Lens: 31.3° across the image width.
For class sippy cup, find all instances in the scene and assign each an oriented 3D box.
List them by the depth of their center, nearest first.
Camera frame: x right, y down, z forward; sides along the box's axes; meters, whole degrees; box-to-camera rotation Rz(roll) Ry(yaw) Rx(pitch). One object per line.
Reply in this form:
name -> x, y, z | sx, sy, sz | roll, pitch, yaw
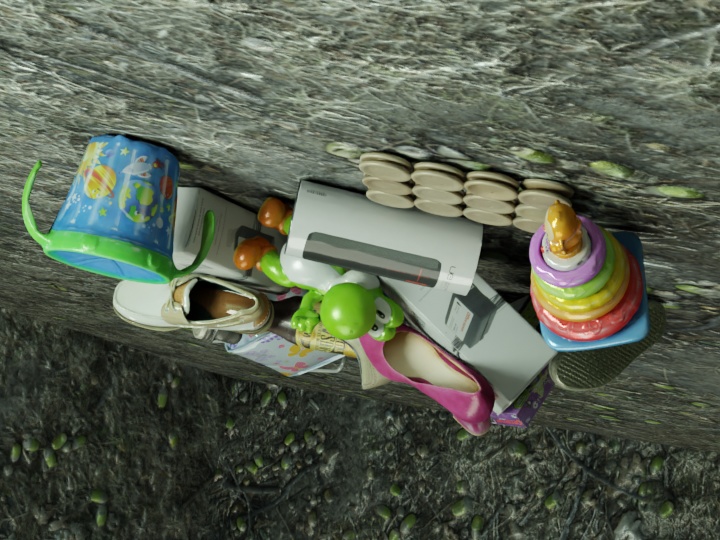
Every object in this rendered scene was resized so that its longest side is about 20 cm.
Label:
sippy cup -> -0.246, -0.065, 1.325 | 0.139, 0.132, 0.177 | 5, 168, 32

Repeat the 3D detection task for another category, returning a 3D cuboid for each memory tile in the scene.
memory tile -> 0.098, -0.072, 1.209 | 0.198, 0.017, 0.153 | 11, 170, 8

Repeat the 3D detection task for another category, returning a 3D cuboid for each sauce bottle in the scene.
sauce bottle -> -0.055, 0.067, 1.586 | 0.198, 0.067, 0.066 | 8, 170, 1

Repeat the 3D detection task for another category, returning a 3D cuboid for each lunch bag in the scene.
lunch bag -> -0.070, 0.051, 1.779 | 0.199, 0.128, 0.169 | -22, 154, 24

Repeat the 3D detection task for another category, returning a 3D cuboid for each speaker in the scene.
speaker -> 0.025, -0.034, 1.330 | 0.198, 0.082, 0.081 | 13, 170, -4

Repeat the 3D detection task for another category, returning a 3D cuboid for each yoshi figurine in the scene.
yoshi figurine -> -0.045, 0.009, 1.398 | 0.199, 0.112, 0.113 | 35, 148, 16

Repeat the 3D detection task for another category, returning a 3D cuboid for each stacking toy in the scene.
stacking toy -> 0.195, -0.009, 1.170 | 0.109, 0.117, 0.200 | -8, 157, 17

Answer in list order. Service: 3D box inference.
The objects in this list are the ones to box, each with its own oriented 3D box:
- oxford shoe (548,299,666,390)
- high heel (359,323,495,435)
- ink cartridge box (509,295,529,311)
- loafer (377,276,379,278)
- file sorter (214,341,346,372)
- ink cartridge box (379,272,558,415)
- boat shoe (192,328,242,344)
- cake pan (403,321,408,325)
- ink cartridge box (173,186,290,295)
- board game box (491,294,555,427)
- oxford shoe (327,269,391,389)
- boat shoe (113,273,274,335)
oxford shoe -> 0.284, 0.086, 1.515 | 0.199, 0.076, 0.057 | -26, -157, -37
high heel -> 0.065, 0.096, 1.387 | 0.200, 0.067, 0.096 | 45, 164, 28
ink cartridge box -> 0.202, 0.109, 1.785 | 0.161, 0.051, 0.200 | -26, 153, 18
loafer -> 0.000, 0.000, 1.568 | 0.199, 0.071, 0.068 | 16, 166, -6
file sorter -> -0.125, 0.073, 1.975 | 0.199, 0.126, 0.138 | 18, 168, -30
ink cartridge box -> 0.118, 0.059, 1.454 | 0.200, 0.084, 0.145 | 45, 173, 8
boat shoe -> -0.194, 0.043, 1.708 | 0.057, 0.067, 0.200 | 21, -161, -19
cake pan -> 0.055, 0.060, 1.687 | 0.198, 0.037, 0.201 | -13, 158, -5
ink cartridge box -> -0.190, -0.036, 1.560 | 0.145, 0.086, 0.200 | 5, 167, 36
board game box -> 0.207, 0.105, 1.575 | 0.032, 0.200, 0.120 | 49, 153, -20
oxford shoe -> -0.011, 0.042, 1.492 | 0.074, 0.201, 0.070 | -27, 174, -3
boat shoe -> -0.205, 0.033, 1.536 | 0.198, 0.075, 0.068 | 3, 164, 7
